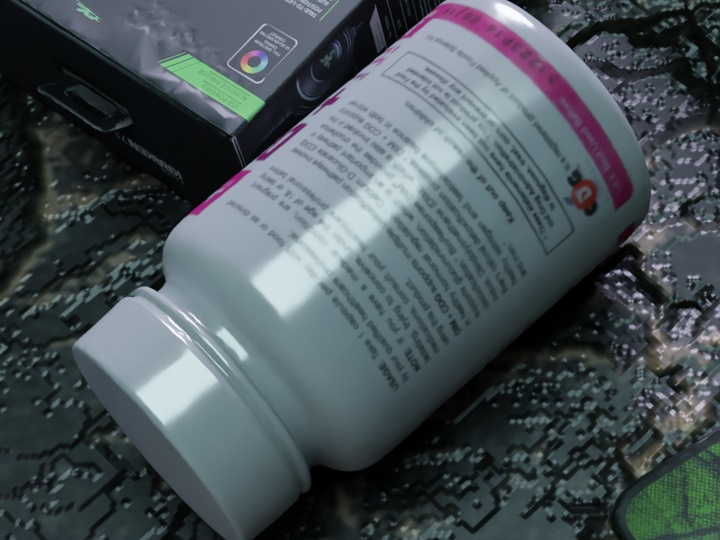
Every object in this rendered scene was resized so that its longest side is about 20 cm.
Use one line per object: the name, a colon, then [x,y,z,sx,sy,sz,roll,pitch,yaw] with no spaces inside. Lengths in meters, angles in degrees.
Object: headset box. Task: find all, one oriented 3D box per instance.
headset box: [-0.051,-0.128,0.862,0.174,0.093,0.200,34,71,26]

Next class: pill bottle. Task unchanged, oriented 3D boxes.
pill bottle: [0.000,0.000,0.767,0.200,0.114,0.113,-41,62,-14]

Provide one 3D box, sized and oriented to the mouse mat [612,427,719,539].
mouse mat: [0.203,0.116,0.727,0.160,0.008,0.200,-31,61,-8]
